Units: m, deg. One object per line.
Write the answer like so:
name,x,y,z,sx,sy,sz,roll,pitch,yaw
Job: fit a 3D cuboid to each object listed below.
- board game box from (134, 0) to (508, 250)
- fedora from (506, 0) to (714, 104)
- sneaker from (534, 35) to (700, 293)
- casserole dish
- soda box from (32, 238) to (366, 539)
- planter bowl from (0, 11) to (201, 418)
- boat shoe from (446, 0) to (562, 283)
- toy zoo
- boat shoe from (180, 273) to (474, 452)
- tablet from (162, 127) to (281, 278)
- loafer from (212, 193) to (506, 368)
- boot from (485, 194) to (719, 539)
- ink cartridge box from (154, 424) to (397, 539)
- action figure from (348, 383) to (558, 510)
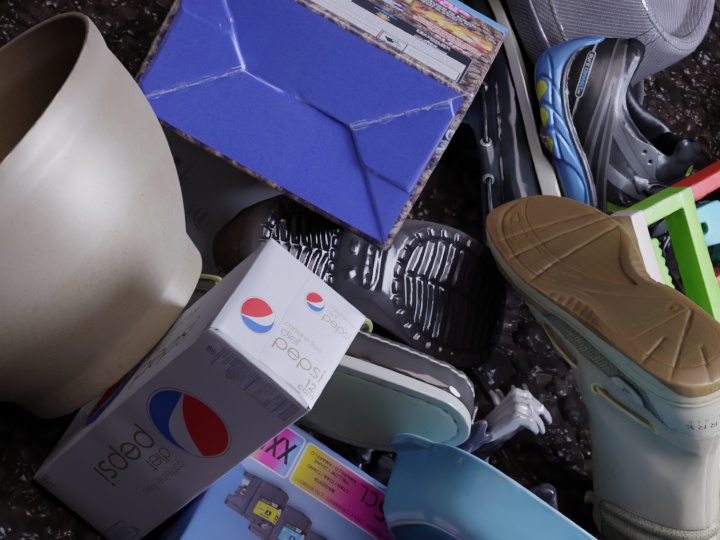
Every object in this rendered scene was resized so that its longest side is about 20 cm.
board game box,-0.019,-0.112,1.548,0.159,0.097,0.200,30,17,0
fedora,0.156,-0.186,1.718,0.177,0.090,0.200,53,32,-31
sneaker,0.161,-0.041,1.646,0.071,0.083,0.200,-76,149,-72
casserole dish,0.089,0.151,1.417,0.200,0.121,0.039,37,74,-10
soda box,-0.082,0.065,1.410,0.064,0.200,0.068,40,50,-10
planter bowl,-0.165,-0.012,1.434,0.135,0.200,0.200,46,48,-21
boat shoe,0.073,-0.079,1.672,0.066,0.075,0.200,-16,72,3
toy zoo,0.236,-0.006,1.636,0.200,0.020,0.131,-27,106,-33
boat shoe,-0.029,0.042,1.471,0.201,0.072,0.061,11,52,23
tablet,-0.087,-0.023,1.583,0.130,0.014,0.200,40,51,-1
loafer,0.000,0.000,1.571,0.200,0.071,0.073,24,77,-39
boot,0.136,0.061,1.572,0.073,0.156,0.200,-25,42,-23
ink cartridge box,-0.052,0.186,1.436,0.136,0.076,0.200,34,53,-6
action figure,0.063,0.102,1.524,0.200,0.102,0.119,41,7,-5
